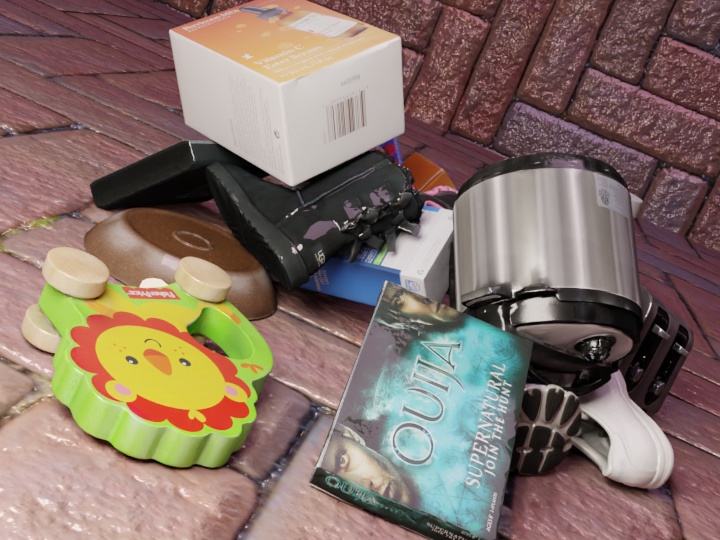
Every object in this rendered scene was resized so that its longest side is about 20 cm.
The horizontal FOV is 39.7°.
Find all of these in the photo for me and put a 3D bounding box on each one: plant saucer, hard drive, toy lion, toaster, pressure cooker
[{"bbox_3d":[-0.168,-0.015,0.973,0.198,0.037,0.201,22,16,-7],"label":"plant saucer"},{"bbox_3d":[-0.184,-0.107,1.110,0.138,0.033,0.199,-19,-2,26],"label":"hard drive"},{"bbox_3d":[-0.138,0.065,0.716,0.191,0.069,0.199,42,22,31],"label":"toy lion"},{"bbox_3d":[0.265,0.058,1.134,0.199,0.120,0.180,36,5,37],"label":"toaster"},{"bbox_3d":[0.169,0.014,0.916,0.173,0.203,0.179,-1,-21,0],"label":"pressure cooker"}]

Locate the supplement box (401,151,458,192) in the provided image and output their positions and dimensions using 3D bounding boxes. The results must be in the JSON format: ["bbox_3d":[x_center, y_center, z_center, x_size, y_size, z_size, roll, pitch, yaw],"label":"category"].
[{"bbox_3d":[0.107,-0.057,1.287,0.066,0.069,0.200,39,-8,48],"label":"supplement box"}]

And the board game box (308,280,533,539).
[{"bbox_3d":[0.052,0.103,0.747,0.134,0.028,0.201,23,42,-1],"label":"board game box"}]

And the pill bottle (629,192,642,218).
[{"bbox_3d":[0.304,-0.019,1.356,0.111,0.202,0.112,21,15,-6],"label":"pill bottle"}]

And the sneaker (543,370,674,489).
[{"bbox_3d":[0.215,0.129,0.967,0.087,0.076,0.200,6,28,-29],"label":"sneaker"}]

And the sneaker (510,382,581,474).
[{"bbox_3d":[0.104,0.115,0.854,0.197,0.082,0.083,15,11,-25],"label":"sneaker"}]

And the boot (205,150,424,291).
[{"bbox_3d":[-0.045,-0.073,0.988,0.161,0.074,0.198,-30,47,-18],"label":"boot"}]

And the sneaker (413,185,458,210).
[{"bbox_3d":[0.089,-0.056,1.156,0.095,0.080,0.199,29,14,37],"label":"sneaker"}]

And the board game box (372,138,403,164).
[{"bbox_3d":[0.018,-0.110,1.281,0.044,0.203,0.134,-14,0,24],"label":"board game box"}]

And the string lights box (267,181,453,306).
[{"bbox_3d":[-0.001,-0.025,1.023,0.197,0.060,0.103,13,48,26],"label":"string lights box"}]

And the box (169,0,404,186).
[{"bbox_3d":[-0.075,-0.191,1.009,0.151,0.108,0.199,-29,42,-30],"label":"box"}]

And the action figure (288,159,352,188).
[{"bbox_3d":[-0.031,-0.095,1.133,0.116,0.055,0.200,3,-26,27],"label":"action figure"}]
